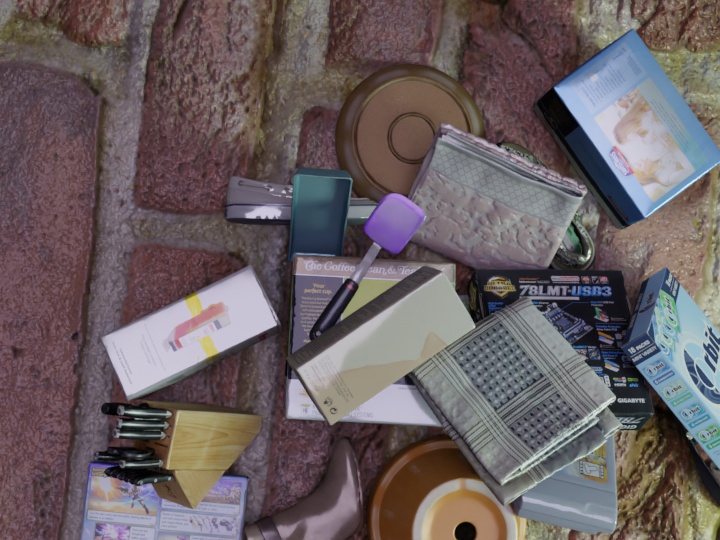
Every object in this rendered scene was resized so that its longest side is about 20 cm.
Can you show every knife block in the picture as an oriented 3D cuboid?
[{"bbox_3d":[-0.218,0.180,1.507,0.200,0.063,0.177,-48,133,-36],"label":"knife block"}]

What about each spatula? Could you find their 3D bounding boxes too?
[{"bbox_3d":[0.000,0.000,1.504,0.056,0.021,0.201,35,84,-4],"label":"spatula"}]

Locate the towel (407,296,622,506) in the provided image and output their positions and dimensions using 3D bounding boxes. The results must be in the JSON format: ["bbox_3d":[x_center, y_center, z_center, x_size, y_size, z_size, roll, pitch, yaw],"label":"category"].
[{"bbox_3d":[0.179,0.142,1.463,0.191,0.035,0.201,-27,68,-26],"label":"towel"}]

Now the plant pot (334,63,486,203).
[{"bbox_3d":[0.066,-0.168,1.652,0.197,0.027,0.203,0,85,-3],"label":"plant pot"}]

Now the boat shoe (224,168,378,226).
[{"bbox_3d":[-0.071,-0.094,1.619,0.197,0.071,0.071,1,84,1],"label":"boat shoe"}]

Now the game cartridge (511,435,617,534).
[{"bbox_3d":[0.234,0.215,1.520,0.131,0.201,0.042,16,130,-5],"label":"game cartridge"}]

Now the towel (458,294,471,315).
[{"bbox_3d":[0.202,0.116,1.630,0.197,0.048,0.174,0,86,-4],"label":"towel"}]

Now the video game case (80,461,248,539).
[{"bbox_3d":[-0.244,0.335,1.584,0.197,0.045,0.184,6,86,-3],"label":"video game case"}]

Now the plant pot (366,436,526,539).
[{"bbox_3d":[0.111,0.305,1.541,0.197,0.183,0.203,0,86,-4],"label":"plant pot"}]

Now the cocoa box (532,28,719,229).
[{"bbox_3d":[0.333,-0.174,1.618,0.133,0.131,0.201,-35,89,-6],"label":"cocoa box"}]

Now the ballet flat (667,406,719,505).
[{"bbox_3d":[0.454,0.231,1.628,0.073,0.073,0.201,-30,89,-6],"label":"ballet flat"}]

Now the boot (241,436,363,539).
[{"bbox_3d":[-0.073,0.311,1.574,0.144,0.070,0.203,-5,96,-18],"label":"boot"}]

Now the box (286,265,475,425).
[{"bbox_3d":[0.021,0.082,1.459,0.199,0.095,0.078,-33,99,-6],"label":"box"}]

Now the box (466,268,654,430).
[{"bbox_3d":[0.239,0.093,1.556,0.197,0.050,0.201,1,57,-13],"label":"box"}]

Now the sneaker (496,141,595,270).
[{"bbox_3d":[0.236,-0.084,1.626,0.077,0.089,0.201,-38,89,-6],"label":"sneaker"}]

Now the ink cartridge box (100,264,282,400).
[{"bbox_3d":[-0.201,0.077,1.557,0.198,0.145,0.084,-25,86,-6],"label":"ink cartridge box"}]

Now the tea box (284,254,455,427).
[{"bbox_3d":[0.008,0.086,1.576,0.197,0.134,0.200,4,86,-4],"label":"tea box"}]

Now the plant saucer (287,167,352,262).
[{"bbox_3d":[-0.051,-0.065,1.560,0.069,0.201,0.019,3,61,-3],"label":"plant saucer"}]

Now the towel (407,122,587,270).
[{"bbox_3d":[0.156,-0.070,1.580,0.198,0.192,0.032,24,48,2],"label":"towel"}]

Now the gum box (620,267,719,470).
[{"bbox_3d":[0.408,0.117,1.575,0.044,0.170,0.200,-36,99,33],"label":"gum box"}]
